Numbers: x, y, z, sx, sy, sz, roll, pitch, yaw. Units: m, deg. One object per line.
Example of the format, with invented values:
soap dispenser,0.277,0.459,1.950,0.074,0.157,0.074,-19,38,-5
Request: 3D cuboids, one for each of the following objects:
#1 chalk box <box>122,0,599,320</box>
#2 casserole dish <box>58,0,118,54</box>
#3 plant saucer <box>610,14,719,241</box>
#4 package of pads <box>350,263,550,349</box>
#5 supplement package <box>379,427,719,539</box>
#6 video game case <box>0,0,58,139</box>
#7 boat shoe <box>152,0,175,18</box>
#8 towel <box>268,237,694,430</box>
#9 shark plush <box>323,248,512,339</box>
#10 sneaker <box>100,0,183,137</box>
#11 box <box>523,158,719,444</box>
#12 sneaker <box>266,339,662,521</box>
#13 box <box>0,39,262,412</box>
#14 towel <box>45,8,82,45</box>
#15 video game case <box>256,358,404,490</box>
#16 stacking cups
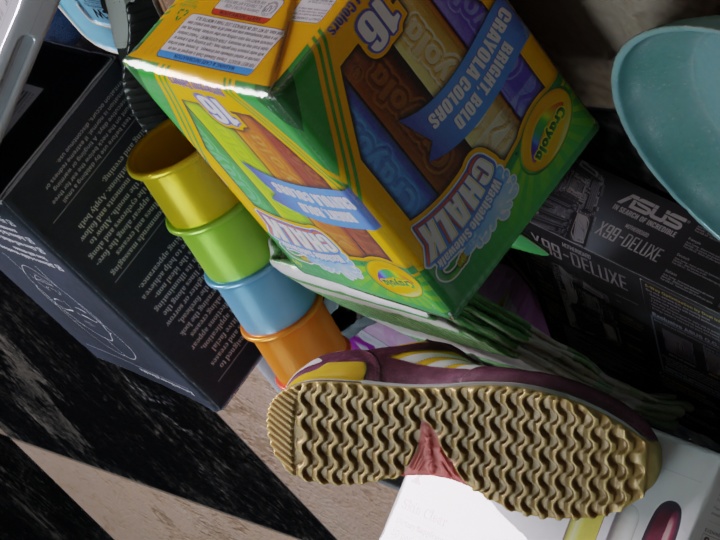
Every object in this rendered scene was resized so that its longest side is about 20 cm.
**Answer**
chalk box,0.013,-0.065,1.157,0.125,0.124,0.200,15,151,51
casserole dish,-0.125,-0.161,1.418,0.200,0.039,0.121,17,152,49
plant saucer,0.202,-0.048,1.086,0.200,0.036,0.200,34,162,13
package of pads,0.034,0.032,1.519,0.200,0.076,0.121,20,155,44
supplement package,0.142,0.140,1.313,0.156,0.111,0.200,26,175,-42
video game case,-0.219,-0.135,1.335,0.022,0.182,0.200,11,-153,-32
boat shoe,-0.090,-0.181,1.192,0.068,0.072,0.200,23,133,50
towel,0.061,0.033,1.305,0.200,0.023,0.152,25,173,-37
shark plush,0.000,0.000,1.403,0.091,0.083,0.200,48,132,-12
sneaker,-0.105,-0.160,1.307,0.089,0.074,0.200,-111,8,-53
box,0.183,0.034,1.293,0.200,0.050,0.158,27,158,29
sneaker,0.058,0.070,1.250,0.200,0.090,0.075,8,114,17
box,-0.146,-0.031,1.430,0.148,0.107,0.200,18,157,52
towel,-0.246,-0.214,1.496,0.112,0.049,0.200,15,150,48
video game case,-0.041,0.059,1.633,0.200,0.022,0.182,50,-175,19
stacking cups,-0.052,0.009,1.336,0.060,0.061,0.200,11,138,53
